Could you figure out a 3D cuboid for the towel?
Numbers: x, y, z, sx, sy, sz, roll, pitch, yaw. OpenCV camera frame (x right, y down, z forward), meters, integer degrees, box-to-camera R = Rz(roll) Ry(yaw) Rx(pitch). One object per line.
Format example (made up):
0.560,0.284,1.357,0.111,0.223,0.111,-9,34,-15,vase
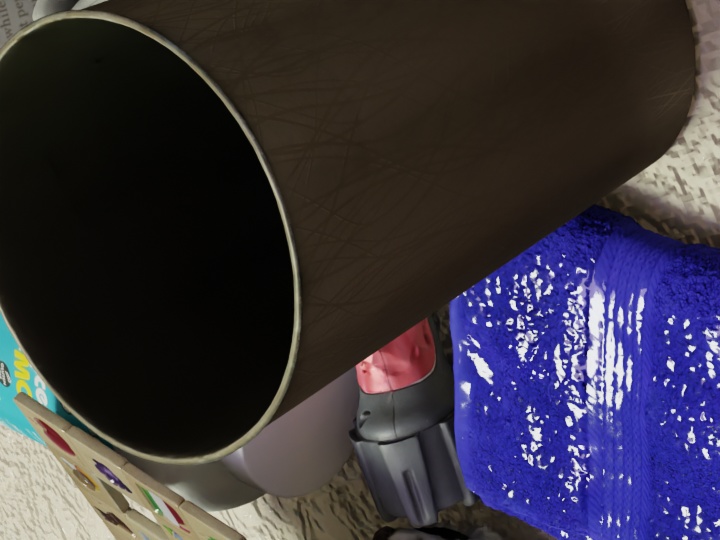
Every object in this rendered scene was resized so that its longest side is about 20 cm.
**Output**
0.109,0.058,0.747,0.199,0.049,0.149,23,131,43,towel

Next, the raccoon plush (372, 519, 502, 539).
0.065,0.187,0.865,0.134,0.096,0.201,-2,113,61,raccoon plush

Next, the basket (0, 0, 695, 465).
0.000,-0.045,0.681,0.137,0.199,0.180,60,145,2,basket

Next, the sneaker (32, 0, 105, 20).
-0.094,-0.175,0.807,0.075,0.092,0.201,25,132,40,sneaker

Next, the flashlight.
0.000,0.000,0.829,0.068,0.067,0.201,8,118,61,flashlight

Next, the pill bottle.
-0.088,0.037,0.933,0.199,0.111,0.111,16,126,45,pill bottle

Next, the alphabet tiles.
-0.053,0.141,0.911,0.167,0.008,0.200,28,157,34,alphabet tiles

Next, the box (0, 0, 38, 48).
-0.211,-0.110,0.917,0.199,0.171,0.200,3,110,51,box
